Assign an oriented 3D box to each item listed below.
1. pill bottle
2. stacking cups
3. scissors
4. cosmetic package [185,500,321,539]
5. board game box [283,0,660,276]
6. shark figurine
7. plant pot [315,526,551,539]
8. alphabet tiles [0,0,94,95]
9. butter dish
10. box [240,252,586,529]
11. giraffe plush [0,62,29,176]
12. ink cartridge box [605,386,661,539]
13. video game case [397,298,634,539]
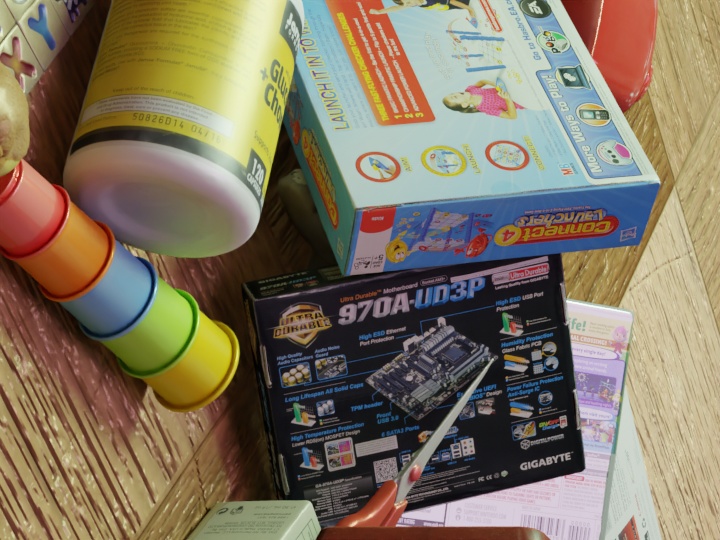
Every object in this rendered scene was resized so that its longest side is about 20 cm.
[{"bbox_3d":[-0.093,-0.117,1.138,0.112,0.111,0.201,46,48,-49],"label":"pill bottle"},{"bbox_3d":[-0.139,0.006,1.089,0.200,0.060,0.061,49,45,-47],"label":"stacking cups"},{"bbox_3d":[0.023,0.126,1.193,0.201,0.014,0.073,-60,144,-12],"label":"scissors"},{"bbox_3d":[-0.084,0.227,1.145,0.200,0.073,0.104,-47,127,-53],"label":"cosmetic package"},{"bbox_3d":[0.058,-0.093,1.254,0.056,0.195,0.201,101,-23,-44],"label":"board game box"},{"bbox_3d":[0.011,0.007,1.330,0.214,0.128,0.090,37,94,-20],"label":"shark figurine"},{"bbox_3d":[0.049,0.245,1.116,0.200,0.199,0.177,46,46,-55],"label":"plant pot"},{"bbox_3d":[-0.205,-0.195,1.056,0.201,0.006,0.167,64,36,-33],"label":"alphabet tiles"},{"bbox_3d":[0.151,-0.166,1.471,0.147,0.200,0.201,26,61,-28],"label":"butter dish"},{"bbox_3d":[0.035,0.068,1.261,0.046,0.199,0.160,-129,-152,-70],"label":"box"},{"bbox_3d":[-0.248,-0.033,0.795,0.173,0.199,0.163,83,22,-62],"label":"giraffe plush"},{"bbox_3d":[0.159,0.195,1.575,0.176,0.083,0.201,-40,120,-54],"label":"ink cartridge box"},{"bbox_3d":[0.095,0.103,1.407,0.199,0.022,0.183,10,85,-26],"label":"video game case"}]
